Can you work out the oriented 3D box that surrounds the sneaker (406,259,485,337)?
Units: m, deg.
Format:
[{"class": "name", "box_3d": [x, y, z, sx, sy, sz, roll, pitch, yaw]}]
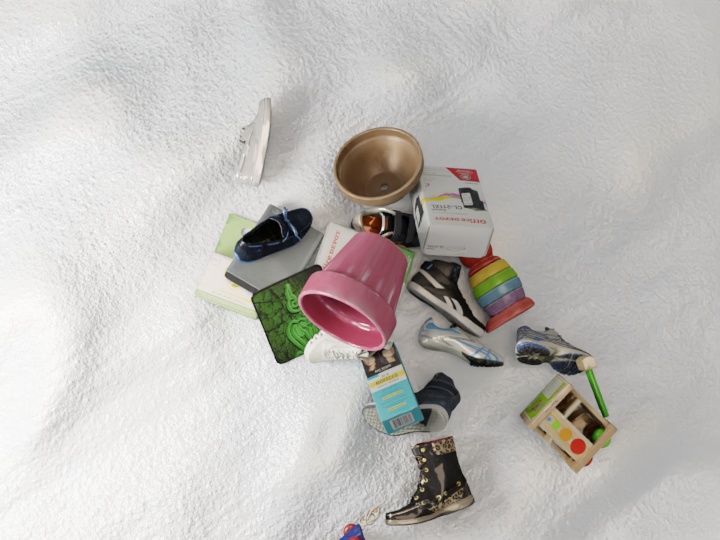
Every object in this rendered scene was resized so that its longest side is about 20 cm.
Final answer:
[{"class": "sneaker", "box_3d": [0.210, 0.049, 1.730, 0.199, 0.073, 0.112, 35, 79, 2]}]

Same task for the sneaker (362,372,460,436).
[{"class": "sneaker", "box_3d": [0.115, 0.280, 1.678, 0.200, 0.146, 0.078, -3, 114, 30]}]

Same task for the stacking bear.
[{"class": "stacking bear", "box_3d": [0.284, 0.015, 1.733, 0.121, 0.114, 0.201, -28, 79, -11]}]

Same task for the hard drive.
[{"class": "hard drive", "box_3d": [-0.181, -0.033, 1.685, 0.139, 0.033, 0.201, 29, 57, -1]}]

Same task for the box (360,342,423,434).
[{"class": "box", "box_3d": [0.060, 0.233, 1.623, 0.081, 0.049, 0.201, -23, 41, 1]}]

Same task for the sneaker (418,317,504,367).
[{"class": "sneaker", "box_3d": [0.224, 0.159, 1.715, 0.198, 0.072, 0.073, 21, 71, -6]}]

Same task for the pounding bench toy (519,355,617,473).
[{"class": "pounding bench toy", "box_3d": [0.466, 0.299, 1.666, 0.156, 0.124, 0.200, 43, 93, 2]}]

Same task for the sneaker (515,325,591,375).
[{"class": "sneaker", "box_3d": [0.426, 0.165, 1.733, 0.198, 0.077, 0.086, 18, 44, -21]}]

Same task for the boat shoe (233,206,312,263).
[{"class": "boat shoe", "box_3d": [-0.171, -0.077, 1.651, 0.084, 0.069, 0.200, 44, 56, 10]}]

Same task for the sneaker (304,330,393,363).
[{"class": "sneaker", "box_3d": [-0.024, 0.155, 1.659, 0.198, 0.075, 0.082, -22, 50, 6]}]

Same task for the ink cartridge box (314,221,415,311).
[{"class": "ink cartridge box", "box_3d": [0.000, 0.000, 1.708, 0.198, 0.083, 0.148, 21, 79, -4]}]

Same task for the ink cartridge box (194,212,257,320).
[{"class": "ink cartridge box", "box_3d": [-0.254, -0.012, 1.698, 0.144, 0.048, 0.202, 21, 80, -3]}]

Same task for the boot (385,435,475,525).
[{"class": "boot", "box_3d": [0.131, 0.439, 1.648, 0.197, 0.073, 0.153, -12, 82, -13]}]

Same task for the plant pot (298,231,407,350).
[{"class": "plant pot", "box_3d": [0.002, 0.032, 1.575, 0.199, 0.200, 0.180, 31, 64, -1]}]

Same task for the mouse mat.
[{"class": "mouse mat", "box_3d": [-0.129, 0.094, 1.646, 0.160, 0.008, 0.202, -25, 127, -11]}]

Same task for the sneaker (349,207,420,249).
[{"class": "sneaker", "box_3d": [0.077, -0.092, 1.739, 0.197, 0.079, 0.080, 2, 78, -8]}]

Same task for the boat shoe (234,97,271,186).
[{"class": "boat shoe", "box_3d": [-0.237, -0.287, 1.745, 0.068, 0.072, 0.203, 9, 87, -5]}]

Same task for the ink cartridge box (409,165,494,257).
[{"class": "ink cartridge box", "box_3d": [0.194, -0.130, 1.704, 0.144, 0.083, 0.201, 3, 44, -10]}]

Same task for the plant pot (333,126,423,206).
[{"class": "plant pot", "box_3d": [0.045, -0.209, 1.730, 0.198, 0.093, 0.203, -7, 56, 11]}]

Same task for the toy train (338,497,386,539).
[{"class": "toy train", "box_3d": [0.013, 0.569, 1.598, 0.200, 0.085, 0.116, -40, 98, -2]}]
